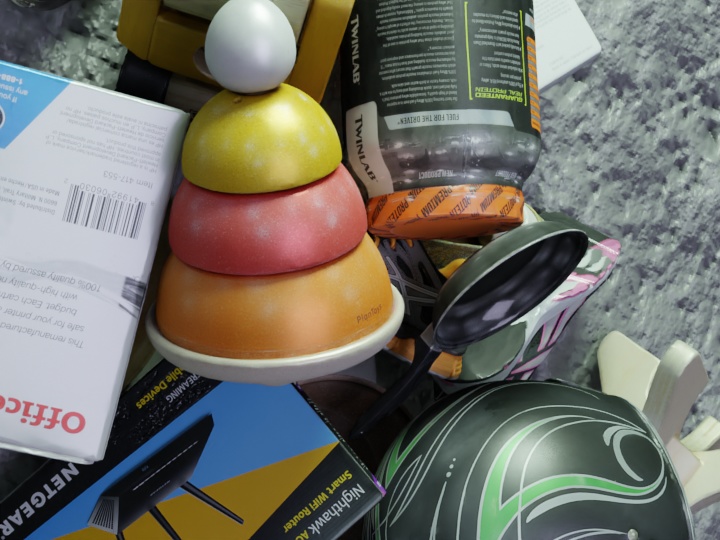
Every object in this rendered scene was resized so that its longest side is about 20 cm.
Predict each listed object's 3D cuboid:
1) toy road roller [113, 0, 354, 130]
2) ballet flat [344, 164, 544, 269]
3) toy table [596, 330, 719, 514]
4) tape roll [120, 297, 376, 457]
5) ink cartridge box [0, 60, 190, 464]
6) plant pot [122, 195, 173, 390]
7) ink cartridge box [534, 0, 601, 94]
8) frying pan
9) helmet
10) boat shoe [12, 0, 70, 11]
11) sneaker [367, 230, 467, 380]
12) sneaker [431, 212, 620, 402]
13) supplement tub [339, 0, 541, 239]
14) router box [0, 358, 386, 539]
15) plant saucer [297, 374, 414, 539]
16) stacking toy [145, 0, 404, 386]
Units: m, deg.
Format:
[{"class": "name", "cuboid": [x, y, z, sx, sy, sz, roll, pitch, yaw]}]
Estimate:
[{"class": "toy road roller", "cuboid": [-0.067, -0.167, 1.115, 0.122, 0.200, 0.147, 17, 58, -4]}, {"class": "ballet flat", "cuboid": [0.063, -0.034, 1.276, 0.198, 0.071, 0.071, 8, 94, -23]}, {"class": "toy table", "cuboid": [0.219, 0.135, 1.385, 0.117, 0.183, 0.200, -49, 159, -9]}, {"class": "tape roll", "cuboid": [-0.078, 0.082, 1.238, 0.201, 0.037, 0.205, -7, 102, -34]}, {"class": "ink cartridge box", "cuboid": [-0.193, -0.010, 1.053, 0.145, 0.086, 0.202, 14, 93, -17]}, {"class": "plant pot", "cuboid": [-0.202, -0.005, 1.123, 0.198, 0.027, 0.202, -4, 99, -26]}, {"class": "ink cartridge box", "cuboid": [0.049, -0.192, 1.273, 0.160, 0.047, 0.201, -32, 91, -28]}, {"class": "frying pan", "cuboid": [0.070, 0.031, 1.186, 0.114, 0.190, 0.031, -13, 61, -44]}, {"class": "helmet", "cuboid": [0.092, 0.171, 1.196, 0.189, 0.200, 0.202, -10, 105, -20]}, {"class": "boat shoe", "cuboid": [-0.131, -0.223, 1.132, 0.200, 0.057, 0.067, -46, 121, -20]}, {"class": "sneaker", "cuboid": [0.000, 0.000, 1.205, 0.199, 0.078, 0.078, 28, 91, -39]}, {"class": "sneaker", "cuboid": [0.107, 0.037, 1.352, 0.200, 0.080, 0.087, -38, 152, -34]}, {"class": "supplement tub", "cuboid": [0.047, -0.125, 1.162, 0.122, 0.122, 0.202, 4, 80, -36]}, {"class": "router box", "cuboid": [-0.105, 0.142, 1.136, 0.200, 0.051, 0.149, -42, 86, 1]}, {"class": "plant saucer", "cuboid": [-0.037, 0.163, 1.237, 0.199, 0.037, 0.202, -8, 103, -35]}, {"class": "stacking toy", "cuboid": [-0.051, -0.052, 1.034, 0.145, 0.146, 0.202, -17, 116, -33]}]
